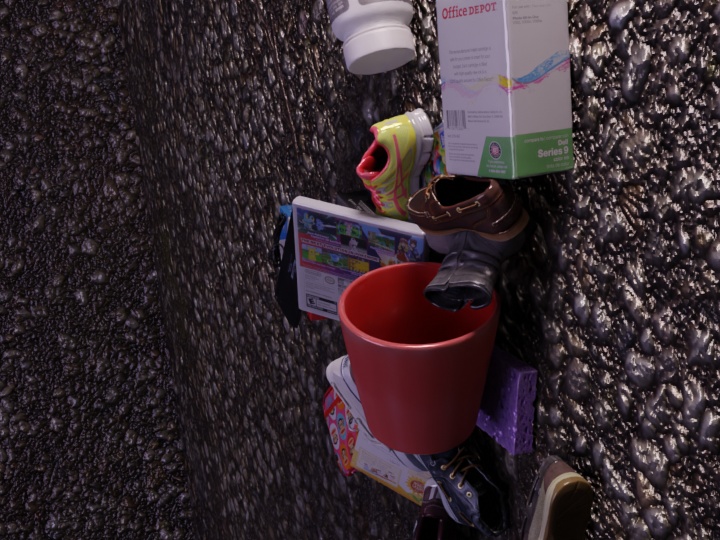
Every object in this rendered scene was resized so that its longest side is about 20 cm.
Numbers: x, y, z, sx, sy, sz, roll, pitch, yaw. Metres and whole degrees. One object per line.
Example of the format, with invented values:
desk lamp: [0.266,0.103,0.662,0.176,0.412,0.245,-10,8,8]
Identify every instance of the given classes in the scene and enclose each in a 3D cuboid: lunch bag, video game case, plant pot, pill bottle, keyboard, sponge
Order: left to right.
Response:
keyboard: [-0.103,-0.020,1.487,0.128,0.020,0.201,57,145,36]
video game case: [0.000,0.000,1.366,0.198,0.023,0.184,15,127,22]
lunch bag: [0.004,0.228,1.629,0.200,0.081,0.178,123,137,-56]
pill bottle: [0.008,-0.375,1.331,0.114,0.113,0.202,156,104,-66]
plant pot: [0.075,0.113,1.222,0.200,0.198,0.179,-136,36,-54]
sponge: [0.160,0.146,1.287,0.200,0.030,0.113,-145,50,-61]

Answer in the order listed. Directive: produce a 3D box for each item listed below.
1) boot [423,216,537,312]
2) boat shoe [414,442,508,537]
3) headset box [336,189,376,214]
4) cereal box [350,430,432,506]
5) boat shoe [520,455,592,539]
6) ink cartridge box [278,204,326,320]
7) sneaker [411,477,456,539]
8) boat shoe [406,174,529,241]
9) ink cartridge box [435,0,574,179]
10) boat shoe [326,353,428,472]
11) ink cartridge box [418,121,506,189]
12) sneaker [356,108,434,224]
boot: [0.111,-0.014,1.183,0.070,0.132,0.200,42,160,-16]
boat shoe: [0.131,0.259,1.310,0.091,0.071,0.202,10,133,59]
headset box: [0.021,-0.019,1.487,0.149,0.074,0.202,-132,39,-54]
cereal box: [0.068,0.245,1.438,0.143,0.040,0.201,28,133,15]
boat shoe: [0.224,0.303,1.162,0.065,0.072,0.202,-114,28,-55]
ink cartridge box: [-0.063,-0.007,1.510,0.200,0.067,0.117,-127,35,-51]
sneaker: [0.097,0.402,1.409,0.116,0.075,0.202,-53,-34,-60]
boat shoe: [0.111,-0.082,1.142,0.070,0.071,0.199,41,163,-27]
ink cartridge box: [0.156,-0.208,1.084,0.145,0.087,0.203,-162,63,-64]
boat shoe: [0.020,0.198,1.351,0.086,0.075,0.202,-19,119,46]
ink cartridge box: [0.115,-0.122,1.277,0.200,0.042,0.121,145,114,-67]
sneaker: [0.032,-0.123,1.307,0.078,0.089,0.202,-123,31,-42]
